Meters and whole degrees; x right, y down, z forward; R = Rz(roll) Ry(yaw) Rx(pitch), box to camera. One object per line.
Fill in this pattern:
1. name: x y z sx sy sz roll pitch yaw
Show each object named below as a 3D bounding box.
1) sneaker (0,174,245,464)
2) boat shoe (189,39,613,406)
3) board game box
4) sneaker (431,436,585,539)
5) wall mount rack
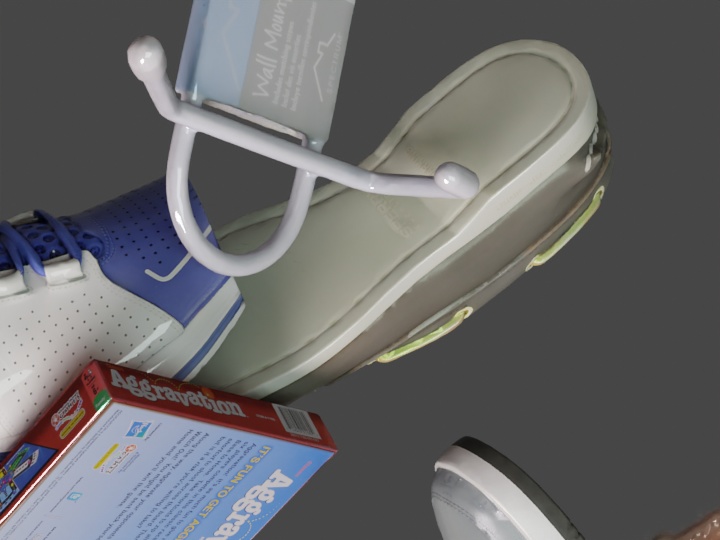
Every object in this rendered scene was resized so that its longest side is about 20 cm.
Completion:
1. sneaker: -0.141 0.013 0.756 0.199 0.081 0.115 -32 121 -10
2. boat shoe: 0.001 0.002 0.825 0.202 0.072 0.060 -36 143 -1
3. board game box: -0.106 0.110 0.787 0.103 0.019 0.200 18 123 -46
4. sneaker: 0.042 0.168 0.902 0.121 0.084 0.200 -37 121 -20
5. wall mount rack: -0.020 -0.100 0.731 0.174 0.074 0.201 18 80 -49
